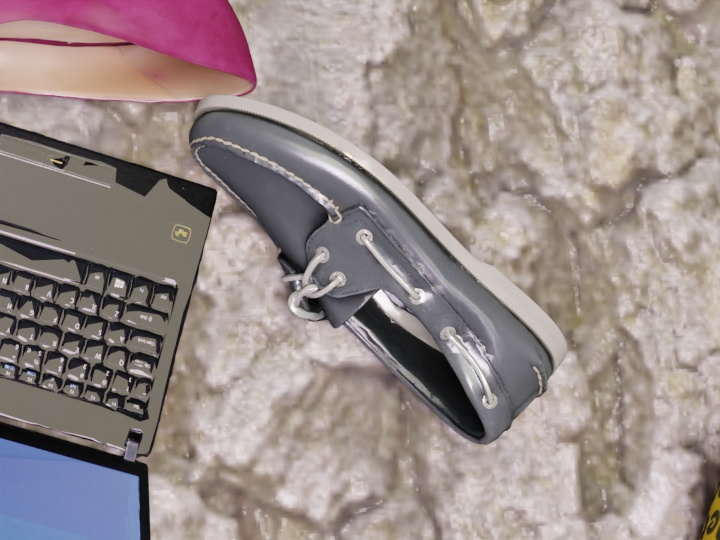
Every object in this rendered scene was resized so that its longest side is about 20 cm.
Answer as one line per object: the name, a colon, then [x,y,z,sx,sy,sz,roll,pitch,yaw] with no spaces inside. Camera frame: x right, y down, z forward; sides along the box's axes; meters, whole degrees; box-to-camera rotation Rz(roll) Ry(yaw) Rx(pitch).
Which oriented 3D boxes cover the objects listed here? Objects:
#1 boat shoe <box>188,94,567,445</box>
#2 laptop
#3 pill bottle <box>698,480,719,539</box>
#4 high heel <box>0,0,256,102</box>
boat shoe: [0.000,0.000,1.092,0.200,0.073,0.062,38,66,-11]
laptop: [-0.154,0.022,1.024,0.177,0.103,0.200,18,73,-13]
pill bottle: [0.201,0.138,1.100,0.109,0.109,0.200,25,71,-10]
high heel: [-0.139,-0.084,1.064,0.200,0.067,0.096,-31,77,-27]
